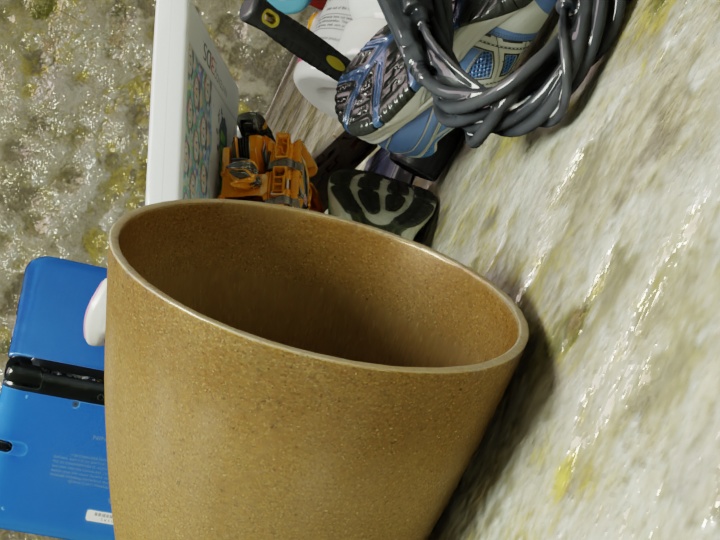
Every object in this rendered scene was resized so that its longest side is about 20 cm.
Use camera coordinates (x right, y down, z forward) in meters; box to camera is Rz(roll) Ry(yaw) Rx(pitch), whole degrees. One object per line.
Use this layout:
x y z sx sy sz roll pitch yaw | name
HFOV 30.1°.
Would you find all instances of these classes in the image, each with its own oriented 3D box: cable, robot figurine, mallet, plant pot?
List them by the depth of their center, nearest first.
-0.041 0.093 0.608 0.187 0.185 0.201 -96 20 -71 | plant pot
0.090 -0.158 0.744 0.163 0.051 0.201 -37 45 18 | cable
0.003 -0.133 0.876 0.041 0.200 0.066 27 82 49 | mallet
-0.051 -0.014 0.901 0.200 0.058 0.146 75 -165 -58 | robot figurine

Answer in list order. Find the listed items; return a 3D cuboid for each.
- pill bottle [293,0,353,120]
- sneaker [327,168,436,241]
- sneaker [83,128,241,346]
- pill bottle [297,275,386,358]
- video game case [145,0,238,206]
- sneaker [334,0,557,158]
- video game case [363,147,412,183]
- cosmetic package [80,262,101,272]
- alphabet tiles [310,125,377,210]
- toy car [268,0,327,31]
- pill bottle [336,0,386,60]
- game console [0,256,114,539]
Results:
0.032 -0.223 1.117 0.201 0.113 0.113 -67 10 -11 | pill bottle
0.000 0.000 0.884 0.200 0.076 0.089 -75 3 -59 | sneaker
-0.110 -0.013 0.953 0.201 0.088 0.081 -59 -3 -23 | sneaker
-0.042 0.084 0.753 0.201 0.112 0.113 -60 11 23 | pill bottle
-0.102 -0.043 0.827 0.182 0.023 0.202 69 -157 -80 | video game case
0.073 -0.152 0.841 0.200 0.077 0.076 -42 50 16 | sneaker
-0.004 -0.019 1.079 0.201 0.019 0.143 -67 11 -18 | video game case
-0.149 0.087 1.038 0.102 0.199 0.071 -68 10 -24 | cosmetic package
-0.063 -0.049 1.089 0.200 0.008 0.167 -44 -13 -4 | alphabet tiles
-0.013 -0.251 1.317 0.185 0.176 0.201 -59 -8 -41 | toy car
0.057 -0.221 0.999 0.201 0.109 0.110 -67 11 -15 | pill bottle
-0.163 0.101 0.979 0.118 0.199 0.172 -129 53 -73 | game console
